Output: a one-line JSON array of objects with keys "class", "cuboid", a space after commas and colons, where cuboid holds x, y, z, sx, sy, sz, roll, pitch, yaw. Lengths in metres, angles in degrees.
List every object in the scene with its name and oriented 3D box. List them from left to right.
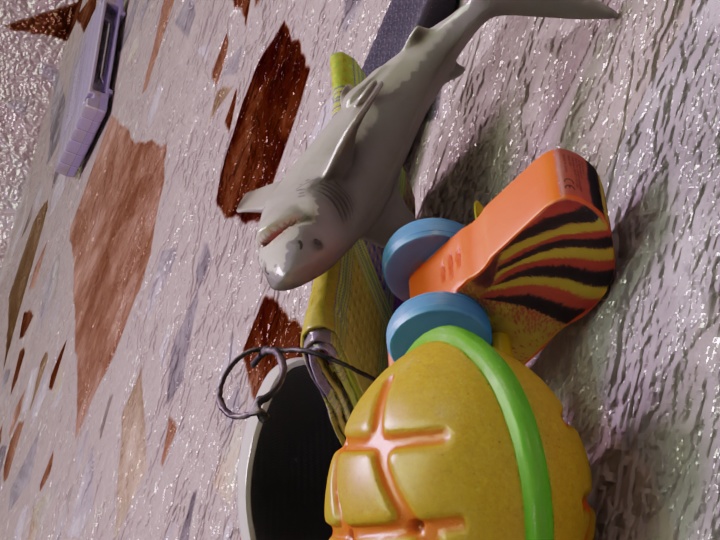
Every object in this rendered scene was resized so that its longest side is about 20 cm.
[{"class": "game cartridge", "cuboid": [-0.316, -0.220, 2.584, 0.130, 0.038, 0.201, 119, 160, -47]}, {"class": "boot", "cuboid": [-0.050, 0.154, 1.219, 0.144, 0.072, 0.201, 145, 131, -68]}, {"class": "towel", "cuboid": [0.000, 0.000, 1.168, 0.144, 0.023, 0.201, 66, -157, -50]}, {"class": "sandal", "cuboid": [0.014, -0.084, 1.334, 0.201, 0.043, 0.076, -63, 24, 2]}, {"class": "shark figurine", "cuboid": [0.024, -0.057, 1.071, 0.215, 0.089, 0.128, -50, 13, -16]}, {"class": "maraca", "cuboid": [0.038, 0.120, 0.917, 0.137, 0.106, 0.201, -132, 43, -55]}, {"class": "toy bee", "cuboid": [0.049, 0.026, 1.019, 0.199, 0.109, 0.131, -17, 45, 41]}]
